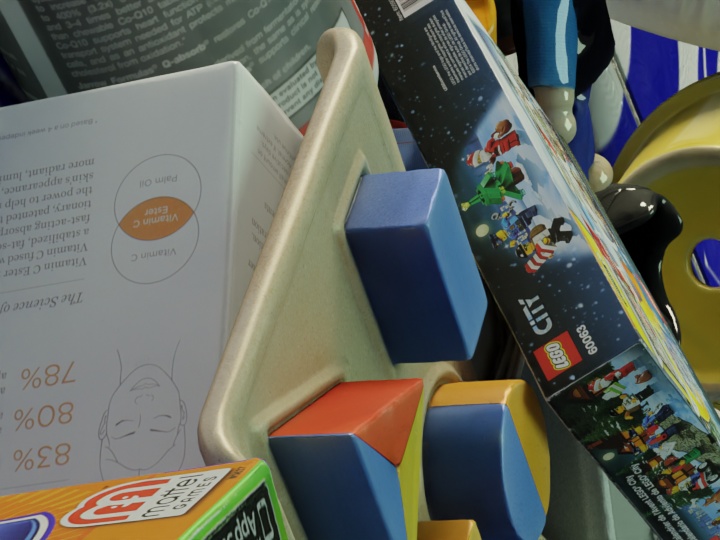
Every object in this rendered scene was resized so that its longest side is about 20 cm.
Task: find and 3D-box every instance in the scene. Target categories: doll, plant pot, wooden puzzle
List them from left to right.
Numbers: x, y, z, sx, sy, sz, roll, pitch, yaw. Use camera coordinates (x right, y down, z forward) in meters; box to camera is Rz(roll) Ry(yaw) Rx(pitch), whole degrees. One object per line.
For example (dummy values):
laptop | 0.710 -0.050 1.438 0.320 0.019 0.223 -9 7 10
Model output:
wooden puzzle | 0.015 0.053 0.827 0.200 0.046 0.186 -78 154 -48
doll | 0.083 -0.097 1.178 0.137 0.048 0.200 -79 167 -46
plant pot | 0.208 -0.009 1.463 0.189 0.200 0.202 -13 93 -67

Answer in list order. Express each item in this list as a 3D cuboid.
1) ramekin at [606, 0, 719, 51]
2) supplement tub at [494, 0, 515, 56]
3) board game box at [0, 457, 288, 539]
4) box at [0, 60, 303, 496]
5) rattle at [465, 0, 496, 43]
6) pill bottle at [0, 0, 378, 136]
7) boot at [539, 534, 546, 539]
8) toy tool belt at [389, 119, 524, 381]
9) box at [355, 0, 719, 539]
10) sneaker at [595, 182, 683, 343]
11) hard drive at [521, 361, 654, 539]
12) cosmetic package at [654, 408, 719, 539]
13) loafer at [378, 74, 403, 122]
ramekin | 0.189 -0.185 1.506 0.200 0.200 0.105 -26 132 -68
supplement tub | 0.024 -0.186 1.213 0.200 0.107 0.107 54 33 -49
board game box | -0.116 0.176 0.574 0.200 0.199 0.200 -39 116 -66
box | -0.076 0.055 0.830 0.097 0.124 0.201 48 38 -55
rattle | -0.031 -0.158 1.053 0.200 0.130 0.143 44 53 -51
pill bottle | -0.079 -0.121 0.913 0.116 0.115 0.200 -75 147 -47
boot | 0.008 0.151 1.037 0.155 0.199 0.072 -149 -136 -64
toy tool belt | 0.000 0.000 1.051 0.123 0.124 0.201 66 24 -51
box | 0.069 -0.005 0.979 0.137 0.038 0.200 50 12 -49
sneaker | 0.101 0.051 1.280 0.076 0.091 0.201 13 79 -44
hard drive | 0.068 0.095 1.163 0.033 0.139 0.201 0 78 -33
cosmetic package | 0.129 0.171 1.235 0.087 0.103 0.201 -140 -133 -70
loafer | 0.032 -0.068 1.220 0.201 0.070 0.068 60 37 -40
